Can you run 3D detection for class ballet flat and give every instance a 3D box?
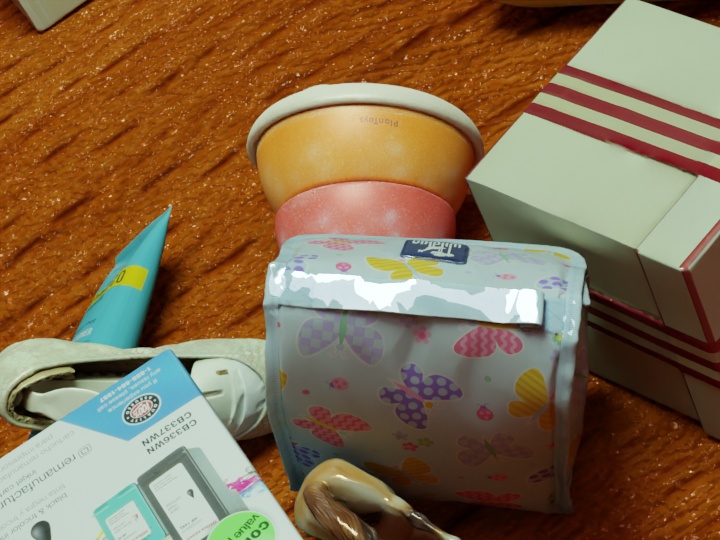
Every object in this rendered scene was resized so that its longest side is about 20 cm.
[{"bbox_3d":[-0.119,0.077,1.514,0.200,0.068,0.062,0,18,-8],"label":"ballet flat"}]

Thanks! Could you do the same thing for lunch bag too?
[{"bbox_3d":[0.040,0.045,1.389,0.169,0.200,0.127,3,68,7],"label":"lunch bag"}]

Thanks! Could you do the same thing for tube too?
[{"bbox_3d":[-0.160,0.053,1.596,0.077,0.050,0.200,-33,32,45],"label":"tube"}]

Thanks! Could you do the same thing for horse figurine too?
[{"bbox_3d":[0.012,0.141,1.372,0.132,0.200,0.050,28,86,18],"label":"horse figurine"}]

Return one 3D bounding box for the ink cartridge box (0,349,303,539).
[{"bbox_3d":[-0.095,0.180,1.390,0.147,0.146,0.200,-34,48,-7],"label":"ink cartridge box"}]

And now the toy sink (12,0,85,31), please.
[{"bbox_3d":[-0.199,-0.291,1.879,0.200,0.112,0.130,-38,47,-6],"label":"toy sink"}]

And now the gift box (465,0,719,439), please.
[{"bbox_3d":[0.200,-0.040,1.449,0.187,0.185,0.200,26,69,39],"label":"gift box"}]

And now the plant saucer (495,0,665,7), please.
[{"bbox_3d":[0.191,-0.245,1.729,0.200,0.048,0.200,-1,50,21],"label":"plant saucer"}]

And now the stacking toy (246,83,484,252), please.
[{"bbox_3d":[0.000,0.000,1.551,0.146,0.146,0.200,-5,65,17],"label":"stacking toy"}]
